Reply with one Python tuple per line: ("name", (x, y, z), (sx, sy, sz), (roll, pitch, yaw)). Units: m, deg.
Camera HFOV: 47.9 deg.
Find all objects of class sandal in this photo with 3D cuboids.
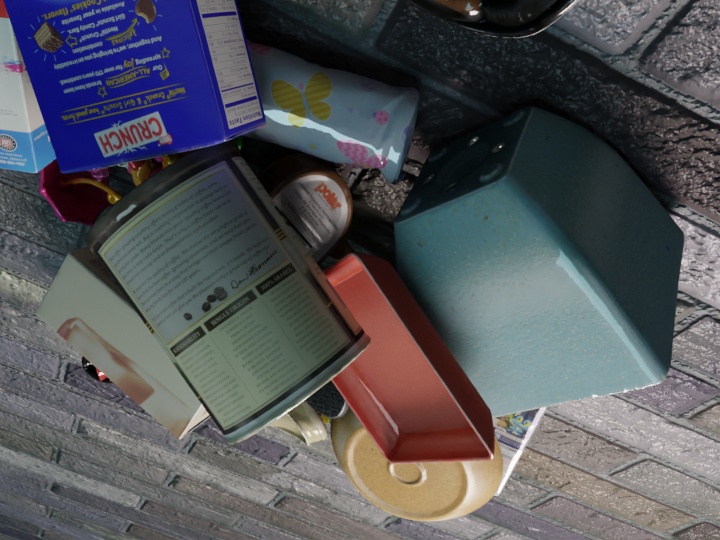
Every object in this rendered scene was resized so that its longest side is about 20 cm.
("sandal", (-0.053, 0.079, 0.924), (0.048, 0.201, 0.075), (10, 128, -46))

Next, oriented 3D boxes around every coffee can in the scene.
("coffee can", (-0.106, 0.018, 0.664), (0.146, 0.146, 0.200), (-34, 91, 45))

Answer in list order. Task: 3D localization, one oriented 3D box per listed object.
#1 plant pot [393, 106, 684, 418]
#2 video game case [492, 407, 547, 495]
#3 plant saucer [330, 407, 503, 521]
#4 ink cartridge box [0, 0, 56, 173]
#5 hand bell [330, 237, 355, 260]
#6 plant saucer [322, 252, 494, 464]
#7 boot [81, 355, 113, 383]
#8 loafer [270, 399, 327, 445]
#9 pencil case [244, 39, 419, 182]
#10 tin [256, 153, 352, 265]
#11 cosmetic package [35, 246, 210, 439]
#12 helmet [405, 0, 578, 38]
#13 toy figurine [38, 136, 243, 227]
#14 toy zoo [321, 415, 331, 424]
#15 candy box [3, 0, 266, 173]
("plant pot", (0.140, -0.020, 0.710), (0.195, 0.197, 0.200), (-22, 117, 39))
("video game case", (0.087, 0.139, 0.866), (0.199, 0.023, 0.183), (23, 126, 8))
("plant saucer", (0.054, 0.209, 0.886), (0.199, 0.035, 0.201), (10, 123, 16))
("ink cartridge box", (-0.334, -0.196, 0.710), (0.116, 0.067, 0.201), (9, 121, 9))
("hand bell", (0.000, 0.000, 0.880), (0.200, 0.104, 0.104), (43, 137, -14))
("plant saucer", (0.024, 0.081, 0.729), (0.200, 0.037, 0.200), (56, 153, -2))
("boot", (-0.248, 0.092, 1.010), (0.199, 0.144, 0.073), (-13, 105, 31))
("loafer", (-0.123, 0.155, 0.948), (0.199, 0.068, 0.076), (26, 152, 32))
("pencil case", (-0.047, -0.141, 0.699), (0.199, 0.084, 0.091), (17, -178, -3))
("tin", (-0.091, -0.024, 0.789), (0.042, 0.200, 0.112), (40, 173, 42))
("cosmetic package", (-0.218, 0.066, 0.838), (0.200, 0.103, 0.087), (40, 109, 8))
("helmet", (0.081, -0.245, 0.430), (0.199, 0.191, 0.200), (30, 180, 0))
("toy figurine", (-0.231, -0.092, 0.807), (0.183, 0.150, 0.201), (25, 120, 4))
("toy zoo", (-0.090, 0.120, 0.997), (0.199, 0.132, 0.020), (-5, -178, 42))
("candy box", (-0.178, -0.188, 0.619), (0.168, 0.077, 0.201), (-5, 106, 26))
